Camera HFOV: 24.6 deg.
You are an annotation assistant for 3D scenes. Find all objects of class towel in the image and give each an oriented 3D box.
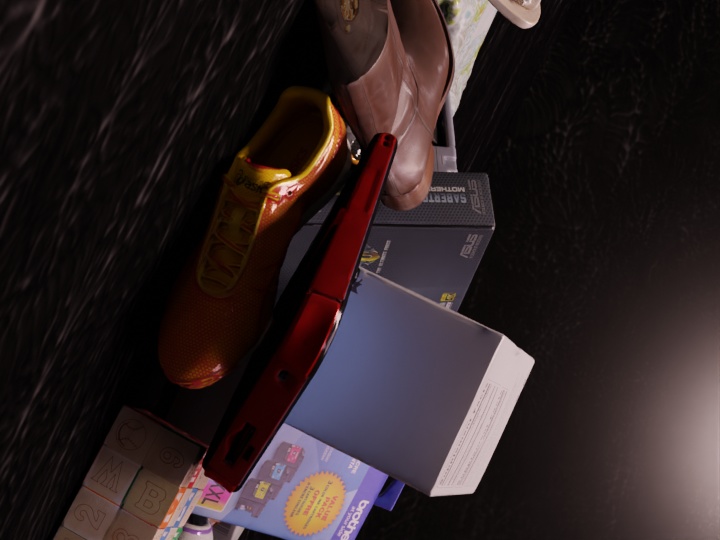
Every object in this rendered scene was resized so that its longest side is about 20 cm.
[{"bbox_3d":[0.082,-0.203,1.503,0.172,0.048,0.201,-59,171,-50],"label":"towel"}]

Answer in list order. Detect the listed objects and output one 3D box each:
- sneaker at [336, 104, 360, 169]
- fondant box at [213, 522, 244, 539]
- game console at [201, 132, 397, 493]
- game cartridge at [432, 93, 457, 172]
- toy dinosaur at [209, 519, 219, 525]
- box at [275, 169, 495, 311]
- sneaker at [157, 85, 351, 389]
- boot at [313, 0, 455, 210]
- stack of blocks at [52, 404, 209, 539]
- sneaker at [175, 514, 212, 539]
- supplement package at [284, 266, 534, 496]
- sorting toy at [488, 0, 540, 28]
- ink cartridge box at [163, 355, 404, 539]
[{"bbox_3d":[-0.019,-0.049,1.258,0.077,0.078,0.201,-50,159,-47],"label":"sneaker"},{"bbox_3d":[-0.095,0.154,1.578,0.200,0.058,0.145,-58,172,-46],"label":"fondant box"},{"bbox_3d":[-0.036,0.031,1.033,0.200,0.031,0.178,-57,-173,49],"label":"game console"},{"bbox_3d":[0.042,-0.099,1.325,0.134,0.041,0.201,112,-19,-47],"label":"game cartridge"},{"bbox_3d":[-0.123,0.162,1.345,0.136,0.102,0.200,-39,179,-38],"label":"toy dinosaur"},{"bbox_3d":[0.000,0.000,1.224,0.200,0.156,0.051,110,-22,-56],"label":"box"},{"bbox_3d":[-0.072,-0.024,0.994,0.201,0.072,0.077,-66,156,-19],"label":"sneaker"},{"bbox_3d":[0.013,-0.160,1.077,0.200,0.064,0.188,60,26,-61],"label":"boot"},{"bbox_3d":[-0.169,0.193,1.088,0.201,0.058,0.115,-62,175,-6],"label":"stack of blocks"},{"bbox_3d":[-0.155,0.227,1.230,0.200,0.072,0.115,-25,-124,58],"label":"sneaker"},{"bbox_3d":[0.036,0.078,1.104,0.110,0.113,0.200,-65,166,-2],"label":"supplement package"},{"bbox_3d":[0.132,-0.319,1.259,0.180,0.106,0.201,-67,-179,-59],"label":"sorting toy"},{"bbox_3d":[-0.046,0.129,1.246,0.199,0.076,0.137,23,97,-42],"label":"ink cartridge box"}]
